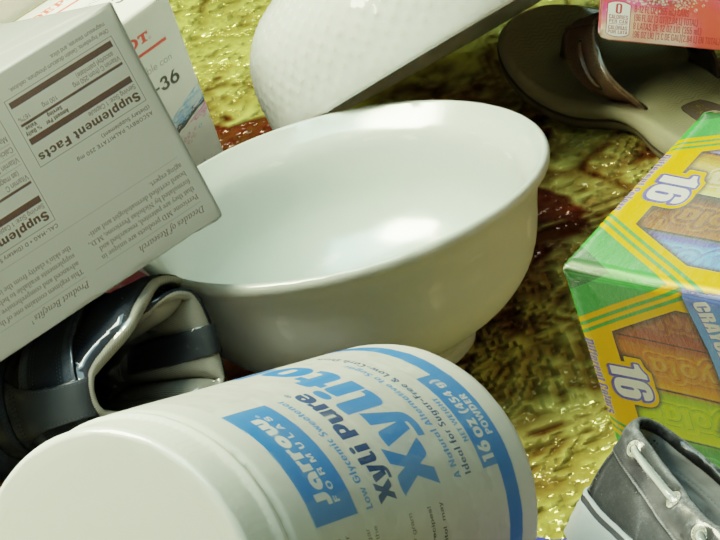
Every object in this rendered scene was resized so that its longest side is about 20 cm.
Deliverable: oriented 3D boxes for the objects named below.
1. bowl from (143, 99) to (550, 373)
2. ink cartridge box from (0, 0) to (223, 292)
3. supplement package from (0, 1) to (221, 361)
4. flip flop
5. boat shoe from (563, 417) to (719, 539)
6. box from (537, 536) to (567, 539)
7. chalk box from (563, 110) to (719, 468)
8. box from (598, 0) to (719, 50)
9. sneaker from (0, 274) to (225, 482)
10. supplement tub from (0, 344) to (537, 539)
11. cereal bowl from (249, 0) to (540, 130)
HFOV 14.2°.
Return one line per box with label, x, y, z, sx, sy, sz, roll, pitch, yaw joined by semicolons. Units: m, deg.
bowl;0.000;0.000;1.370;0.200;0.091;0.201;-12;23;5
ink cartridge box;-0.141;-0.071;1.455;0.116;0.201;0.067;-37;37;-24
supplement package;-0.193;-0.018;1.282;0.200;0.111;0.156;-34;15;-24
flip flop;0.144;-0.104;1.487;0.081;0.058;0.200;-31;35;-17
boat shoe;0.160;0.122;1.119;0.200;0.072;0.068;40;108;48
box;0.079;0.180;1.136;0.119;0.042;0.200;-28;32;-12
chalk box;0.209;0.026;1.211;0.199;0.125;0.124;12;44;40
box;0.222;-0.165;1.441;0.199;0.096;0.100;6;23;7
sneaker;-0.115;0.044;1.335;0.146;0.077;0.202;-21;7;23
supplement tub;-0.033;0.104;1.082;0.131;0.133;0.200;4;9;31
cereal bowl;0.025;-0.150;1.507;0.199;0.084;0.200;-29;1;0
